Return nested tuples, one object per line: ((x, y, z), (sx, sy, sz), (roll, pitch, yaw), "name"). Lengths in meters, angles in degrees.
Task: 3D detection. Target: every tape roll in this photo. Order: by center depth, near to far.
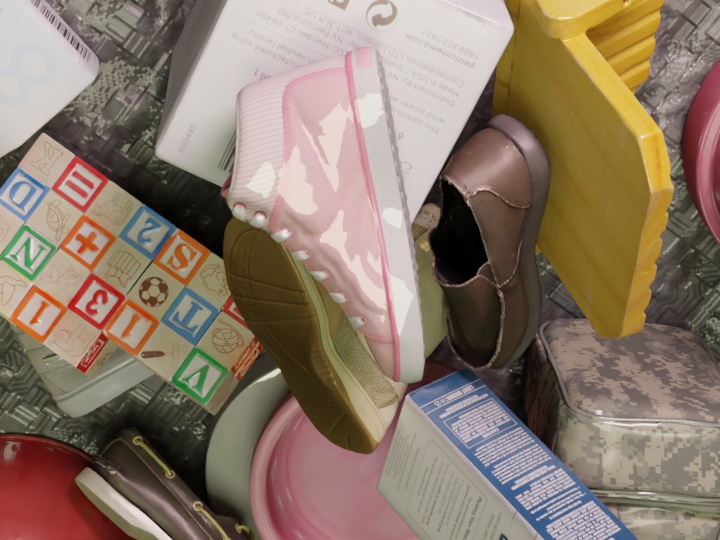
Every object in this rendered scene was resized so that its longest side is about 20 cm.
((-0.017, 0.144, 1.367), (0.201, 0.037, 0.204), (-1, 115, -2), "tape roll")

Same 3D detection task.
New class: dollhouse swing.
((0.176, -0.090, 1.135), (0.181, 0.176, 0.201), (-29, 144, -27), "dollhouse swing")

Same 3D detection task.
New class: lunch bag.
((0.185, 0.141, 1.292), (0.138, 0.200, 0.169), (6, 108, -5), "lunch bag")

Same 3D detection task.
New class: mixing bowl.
((-0.260, 0.234, 1.356), (0.199, 0.109, 0.201), (-1, 113, -3), "mixing bowl")

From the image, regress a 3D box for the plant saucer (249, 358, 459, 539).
((0.019, 0.147, 1.323), (0.199, 0.051, 0.202), (-1, 113, -3), "plant saucer")

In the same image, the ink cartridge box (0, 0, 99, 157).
((-0.300, -0.130, 1.225), (0.200, 0.047, 0.160), (-39, 110, 11), "ink cartridge box")

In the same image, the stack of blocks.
((-0.164, 0.015, 1.230), (0.199, 0.059, 0.115), (34, 82, 7), "stack of blocks")

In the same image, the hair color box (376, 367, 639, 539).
((0.101, 0.169, 1.197), (0.060, 0.200, 0.100), (-21, 144, -34), "hair color box")

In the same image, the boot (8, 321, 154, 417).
((-0.151, 0.016, 1.286), (0.199, 0.074, 0.096), (-32, 104, 4), "boot")

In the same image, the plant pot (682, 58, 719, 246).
((0.329, -0.059, 1.219), (0.199, 0.179, 0.201), (-1, 114, -2), "plant pot")

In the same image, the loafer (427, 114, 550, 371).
((0.069, -0.009, 1.156), (0.071, 0.073, 0.201), (-27, 139, -25), "loafer")

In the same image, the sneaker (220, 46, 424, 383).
((-0.022, -0.024, 1.056), (0.104, 0.075, 0.201), (-10, 111, 3), "sneaker")

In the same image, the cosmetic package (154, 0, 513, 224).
((-0.019, -0.143, 1.151), (0.164, 0.200, 0.166), (23, 112, -13), "cosmetic package")

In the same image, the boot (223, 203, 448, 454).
((0.000, 0.000, 1.198), (0.073, 0.156, 0.201), (8, 137, 43), "boot")

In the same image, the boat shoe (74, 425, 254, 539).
((-0.114, 0.196, 1.330), (0.200, 0.072, 0.060), (40, 72, 0), "boat shoe")
